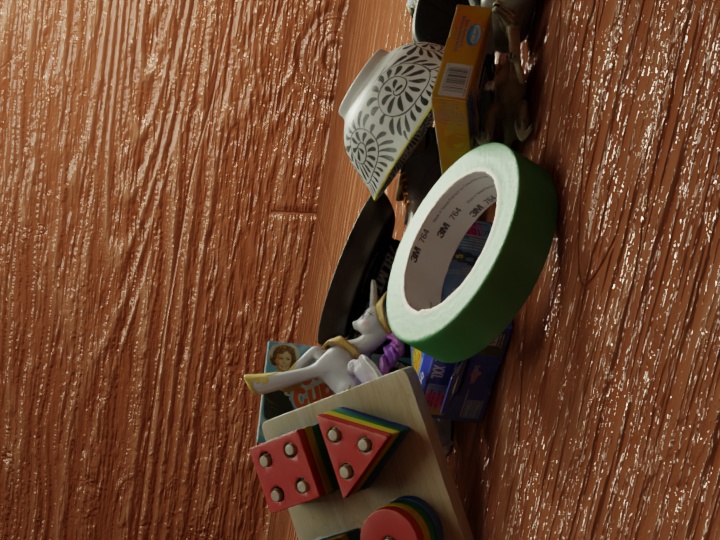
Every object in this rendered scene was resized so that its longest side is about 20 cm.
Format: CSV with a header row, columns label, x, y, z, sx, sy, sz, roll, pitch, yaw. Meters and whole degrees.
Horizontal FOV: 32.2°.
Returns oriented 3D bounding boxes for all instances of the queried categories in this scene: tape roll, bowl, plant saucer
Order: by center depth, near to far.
label,x,y,z,sx,sy,sz,roll,pitch,yaw
tape roll,0.099,-0.017,1.147,0.201,0.048,0.202,-47,27,32
bowl,0.036,-0.189,1.421,0.202,0.094,0.201,-55,-2,-3
plant saucer,0.000,0.000,1.506,0.200,0.032,0.203,23,-91,-82

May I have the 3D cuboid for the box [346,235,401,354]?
label,x,y,z,sx,sy,sz,roll,pitch,yaw
box,0.023,0.073,1.580,0.200,0.049,0.201,63,-132,-79

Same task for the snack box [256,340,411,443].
label,x,y,z,sx,sy,sz,roll,pitch,yaw
snack box,-0.017,0.152,1.450,0.037,0.196,0.118,124,153,-83

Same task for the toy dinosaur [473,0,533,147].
label,x,y,z,sx,sy,sz,roll,pitch,yaw
toy dinosaur,0.150,-0.161,1.240,0.102,0.057,0.202,-66,-21,-50

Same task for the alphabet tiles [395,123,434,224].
label,x,y,z,sx,sy,sz,roll,pitch,yaw
alphabet tiles,0.077,-0.145,1.616,0.200,0.007,0.170,-22,-59,-74

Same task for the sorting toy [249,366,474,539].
label,x,y,z,sx,sy,sz,roll,pitch,yaw
sorting toy,-0.007,0.225,1.248,0.069,0.197,0.203,-10,-102,-56

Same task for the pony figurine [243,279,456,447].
label,x,y,z,sx,sy,sz,roll,pitch,yaw
pony figurine,-0.005,0.131,1.361,0.194,0.199,0.167,58,-173,28

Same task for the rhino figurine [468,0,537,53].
label,x,y,z,sx,sy,sz,roll,pitch,yaw
rhino figurine,0.154,-0.299,1.233,0.201,0.059,0.088,109,147,-55

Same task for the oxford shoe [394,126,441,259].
label,x,y,z,sx,sy,sz,roll,pitch,yaw
oxford shoe,0.070,-0.079,1.409,0.072,0.072,0.202,109,-174,-55

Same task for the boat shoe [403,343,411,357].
label,x,y,z,sx,sy,sz,roll,pitch,yaw
boat shoe,0.054,0.089,1.516,0.201,0.056,0.068,106,169,-48

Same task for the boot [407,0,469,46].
label,x,y,z,sx,sy,sz,roll,pitch,yaw
boot,0.097,-0.331,1.532,0.154,0.073,0.206,138,154,-68

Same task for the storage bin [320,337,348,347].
label,x,y,z,sx,sy,sz,roll,pitch,yaw
storage bin,-0.002,0.110,1.833,0.135,0.092,0.203,-111,38,-75

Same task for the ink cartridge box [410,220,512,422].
label,x,y,z,sx,sy,sz,roll,pitch,yaw
ink cartridge box,0.099,0.058,1.277,0.202,0.075,0.138,-94,13,-50

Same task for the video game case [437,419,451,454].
label,x,y,z,sx,sy,sz,roll,pitch,yaw
video game case,0.088,0.136,1.498,0.144,0.018,0.203,112,164,-65

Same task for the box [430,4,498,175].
label,x,y,z,sx,sy,sz,roll,pitch,yaw
box,0.111,-0.157,1.280,0.201,0.041,0.121,72,-150,-57
